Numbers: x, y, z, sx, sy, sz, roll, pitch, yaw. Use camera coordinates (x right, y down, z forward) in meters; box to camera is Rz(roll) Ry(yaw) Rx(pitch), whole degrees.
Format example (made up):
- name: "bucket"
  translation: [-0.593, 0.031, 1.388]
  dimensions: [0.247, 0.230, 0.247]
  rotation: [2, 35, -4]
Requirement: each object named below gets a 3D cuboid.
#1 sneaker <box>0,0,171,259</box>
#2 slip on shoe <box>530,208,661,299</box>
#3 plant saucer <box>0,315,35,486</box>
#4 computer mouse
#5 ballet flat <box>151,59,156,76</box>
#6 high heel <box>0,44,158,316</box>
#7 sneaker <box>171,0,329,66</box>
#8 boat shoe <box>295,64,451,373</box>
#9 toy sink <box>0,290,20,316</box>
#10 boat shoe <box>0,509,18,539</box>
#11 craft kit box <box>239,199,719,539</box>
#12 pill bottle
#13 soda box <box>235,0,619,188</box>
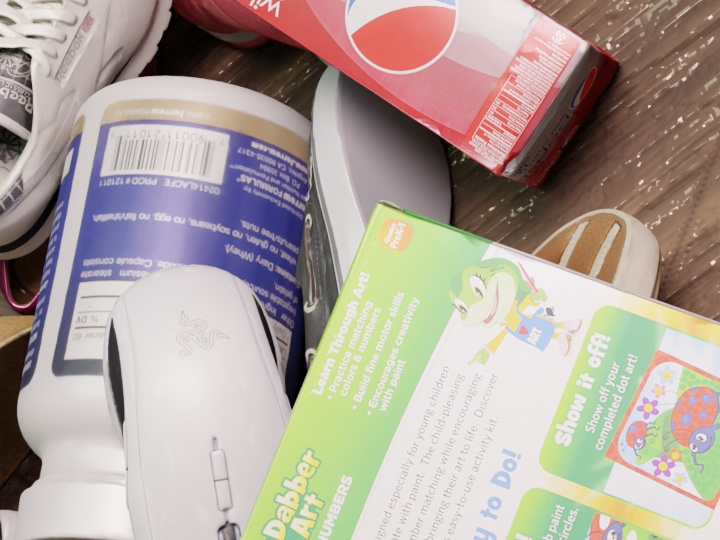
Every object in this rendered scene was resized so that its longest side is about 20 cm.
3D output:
- name: "sneaker"
  translation: [-0.139, -0.103, 0.969]
  dimensions: [0.076, 0.081, 0.200]
  rotation: [16, 82, 11]
- name: "slip on shoe"
  translation: [0.066, 0.078, 0.778]
  dimensions: [0.076, 0.061, 0.200]
  rotation: [2, 69, 57]
- name: "plant saucer"
  translation: [-0.205, 0.087, 0.977]
  dimensions: [0.035, 0.200, 0.200]
  rotation: [42, 105, 11]
- name: "computer mouse"
  translation: [-0.054, 0.094, 0.828]
  dimensions: [0.044, 0.110, 0.200]
  rotation: [129, 129, -78]
- name: "ballet flat"
  translation: [-0.129, -0.129, 1.092]
  dimensions: [0.067, 0.068, 0.200]
  rotation: [-63, -21, -77]
- name: "high heel"
  translation: [-0.135, -0.079, 1.019]
  dimensions: [0.096, 0.067, 0.200]
  rotation: [-63, -25, -77]
- name: "sneaker"
  translation: [-0.048, -0.145, 1.004]
  dimensions: [0.200, 0.087, 0.074]
  rotation: [24, 87, 51]
- name: "boat shoe"
  translation: [0.000, 0.000, 0.889]
  dimensions: [0.057, 0.069, 0.200]
  rotation: [-31, 51, 34]
- name: "toy sink"
  translation: [-0.222, -0.067, 1.120]
  dimensions: [0.112, 0.130, 0.200]
  rotation: [-19, 55, 41]
- name: "boat shoe"
  translation: [-0.202, 0.165, 1.018]
  dimensions: [0.200, 0.067, 0.074]
  rotation: [-42, 43, 24]
- name: "craft kit box"
  translation: [0.060, 0.103, 0.709]
  dimensions: [0.197, 0.049, 0.200]
  rotation: [21, 84, 15]
- name: "pill bottle"
  translation: [-0.081, 0.029, 0.922]
  dimensions: [0.116, 0.116, 0.200]
  rotation: [-12, 61, 44]
- name: "soda box"
  translation: [0.001, -0.112, 0.868]
  dimensions: [0.200, 0.070, 0.063]
  rotation: [35, 98, 14]
